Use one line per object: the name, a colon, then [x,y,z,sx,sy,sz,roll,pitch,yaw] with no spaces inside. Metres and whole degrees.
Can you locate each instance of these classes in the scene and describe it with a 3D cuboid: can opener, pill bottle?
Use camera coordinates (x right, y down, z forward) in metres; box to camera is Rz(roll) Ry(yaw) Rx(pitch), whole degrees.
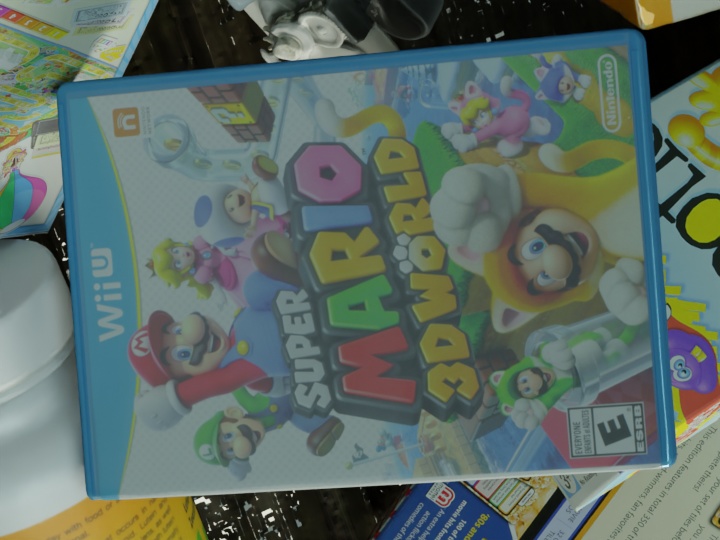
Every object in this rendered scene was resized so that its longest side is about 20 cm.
can opener: [-0.053,-0.140,0.943,0.200,0.053,0.067,43,57,-29]
pill bottle: [-0.116,0.094,0.967,0.111,0.111,0.200,-24,116,-10]

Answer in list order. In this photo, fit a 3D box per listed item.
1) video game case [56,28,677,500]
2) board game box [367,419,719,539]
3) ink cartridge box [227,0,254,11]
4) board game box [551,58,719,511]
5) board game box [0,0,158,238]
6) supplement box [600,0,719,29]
video game case: [0.000,0.000,0.880,0.200,0.018,0.143,-4,90,14]
board game box: [0.123,0.107,1.033,0.200,0.046,0.152,36,108,1]
ink cartridge box: [-0.019,-0.200,0.812,0.200,0.047,0.198,-33,128,15]
board game box: [0.140,-0.016,0.953,0.200,0.105,0.103,-30,80,-19]
board game box: [-0.160,-0.065,0.862,0.200,0.034,0.135,-8,135,-49]
supplement box: [0.163,-0.159,0.963,0.200,0.126,0.074,-17,114,-12]
